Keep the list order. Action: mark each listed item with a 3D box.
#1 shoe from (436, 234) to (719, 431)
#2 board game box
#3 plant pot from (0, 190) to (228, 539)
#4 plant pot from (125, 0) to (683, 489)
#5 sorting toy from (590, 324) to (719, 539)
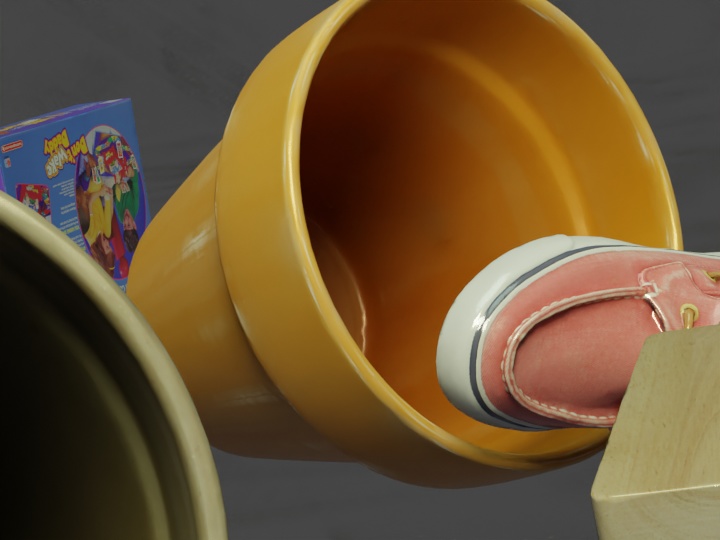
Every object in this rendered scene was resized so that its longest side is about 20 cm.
[{"bbox_3d":[0.127,0.030,0.787,0.199,0.072,0.091,-2,14,-40],"label":"shoe"},{"bbox_3d":[-0.202,-0.034,1.424,0.045,0.135,0.200,-6,9,20],"label":"board game box"},{"bbox_3d":[-0.143,0.085,0.539,0.199,0.201,0.174,-12,-8,-15],"label":"plant pot"},{"bbox_3d":[0.000,0.000,0.889,0.200,0.201,0.183,-17,-4,-40],"label":"plant pot"},{"bbox_3d":[0.180,0.061,0.636,0.198,0.070,0.200,-7,9,14],"label":"sorting toy"}]
